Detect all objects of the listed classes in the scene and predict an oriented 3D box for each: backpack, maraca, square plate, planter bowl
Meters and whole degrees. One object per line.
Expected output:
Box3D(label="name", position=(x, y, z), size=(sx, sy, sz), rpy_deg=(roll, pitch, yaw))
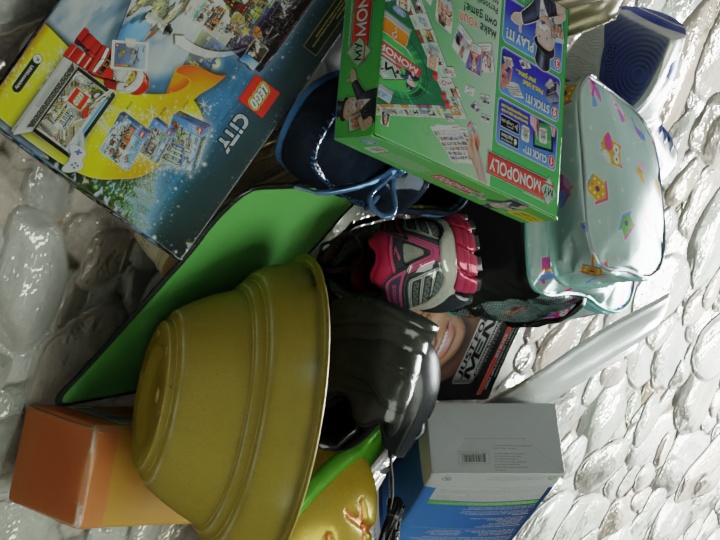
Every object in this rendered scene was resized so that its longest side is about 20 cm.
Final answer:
Box3D(label="backpack", position=(0.138, -0.049, 1.404), size=(0.200, 0.152, 0.177), rpy_deg=(22, 60, -65))
Box3D(label="maraca", position=(-0.034, 0.172, 1.411), size=(0.200, 0.107, 0.137), rpy_deg=(-44, 170, -32))
Box3D(label="square plate", position=(0.136, 0.098, 1.548), size=(0.199, 0.029, 0.198), rpy_deg=(-26, 171, -43))
Box3D(label="planter bowl", position=(-0.088, 0.082, 1.164), size=(0.083, 0.201, 0.202), rpy_deg=(11, 112, -17))

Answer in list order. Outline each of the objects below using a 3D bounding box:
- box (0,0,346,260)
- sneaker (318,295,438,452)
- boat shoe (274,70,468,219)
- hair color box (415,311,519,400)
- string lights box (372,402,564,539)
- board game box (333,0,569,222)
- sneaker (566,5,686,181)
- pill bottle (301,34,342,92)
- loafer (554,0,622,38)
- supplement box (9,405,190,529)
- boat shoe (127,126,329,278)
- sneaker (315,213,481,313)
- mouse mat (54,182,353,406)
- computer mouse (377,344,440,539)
Box3D(label="box", position=(-0.099, -0.127, 1.072), size=(0.136, 0.038, 0.201), rpy_deg=(37, 85, -15))
Box3D(label="sneaker", position=(-0.029, 0.072, 1.246), size=(0.075, 0.200, 0.091), rpy_deg=(20, 72, -24))
Box3D(label="boat shoe", position=(0.019, -0.072, 1.148), size=(0.085, 0.068, 0.200), rpy_deg=(-61, 159, 13))
Box3D(label="hair color box", position=(0.042, 0.042, 1.450), size=(0.199, 0.061, 0.102), rpy_deg=(3, 115, -54))
Box3D(label="string lights box", position=(0.078, 0.168, 1.491), size=(0.102, 0.059, 0.200), rpy_deg=(2, 152, -13))
Box3D(label="board game box", position=(0.058, -0.115, 1.114), size=(0.199, 0.029, 0.136), rpy_deg=(20, 72, -53))
Box3D(label="sneaker", position=(0.207, -0.120, 1.535), size=(0.115, 0.080, 0.201), rpy_deg=(-20, 138, -49))
Box3D(label="pill bottle", position=(0.021, -0.192, 1.184), size=(0.200, 0.112, 0.113), rpy_deg=(-42, 144, -24))
Box3D(label="loafer", position=(0.084, -0.157, 1.285), size=(0.198, 0.076, 0.068), rpy_deg=(-17, 130, -4))
Box3D(label="supplement box", position=(-0.134, 0.127, 1.268), size=(0.199, 0.068, 0.067), rpy_deg=(9, 93, -53))
Box3D(label="boat shoe", position=(-0.056, -0.063, 1.219), size=(0.199, 0.065, 0.071), rpy_deg=(-31, 160, -30))
Box3D(label="sneaker", position=(0.000, 0.000, 1.280), size=(0.074, 0.200, 0.081), rpy_deg=(0, 77, -28))
Box3D(label="mouse mat", position=(-0.091, 0.013, 1.214), size=(0.200, 0.008, 0.161), rpy_deg=(-47, 162, 22))
Box3D(label="computer mouse", position=(0.033, 0.139, 1.387), size=(0.059, 0.034, 0.202), rpy_deg=(-51, 148, -67))
